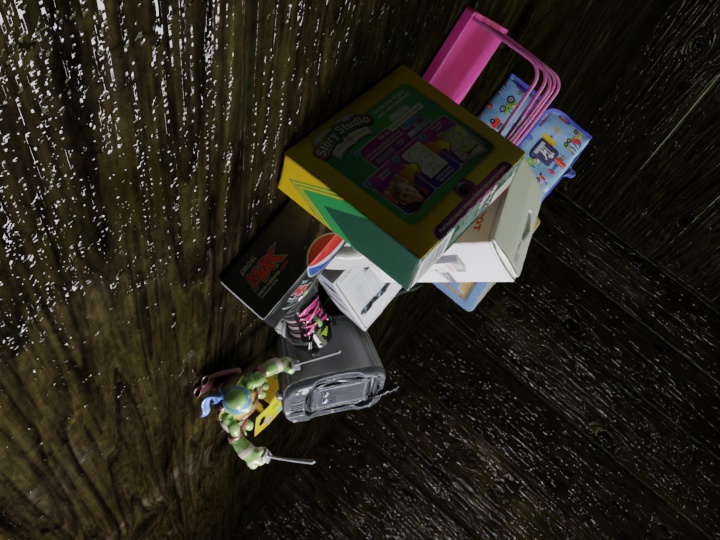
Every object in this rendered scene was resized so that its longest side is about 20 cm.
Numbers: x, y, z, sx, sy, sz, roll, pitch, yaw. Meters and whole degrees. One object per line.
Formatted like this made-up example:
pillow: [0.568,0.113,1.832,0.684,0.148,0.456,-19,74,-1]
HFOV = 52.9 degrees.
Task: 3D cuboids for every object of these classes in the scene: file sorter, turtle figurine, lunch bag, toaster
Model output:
file sorter: [0.172,-0.236,0.948,0.139,0.125,0.200,-55,168,22]
turtle figurine: [-0.131,0.199,1.023,0.198,0.146,0.194,-8,174,-15]
lunch bag: [0.302,-0.226,1.302,0.151,0.200,0.094,-52,169,3]
toaster: [-0.047,0.151,1.160,0.198,0.130,0.114,-10,141,-16]

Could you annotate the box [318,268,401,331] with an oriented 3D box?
box: [0.000,0.000,1.068,0.117,0.060,0.200,-50,154,-9]

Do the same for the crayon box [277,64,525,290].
crayon box: [0.045,-0.104,0.743,0.200,0.172,0.058,-43,163,-33]

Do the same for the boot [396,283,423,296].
boot: [0.120,-0.031,1.518,0.200,0.076,0.169,-26,157,-52]

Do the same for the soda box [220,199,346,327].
soda box: [-0.060,-0.036,0.803,0.200,0.071,0.063,-50,169,-6]

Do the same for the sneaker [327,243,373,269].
sneaker: [0.002,-0.054,0.874,0.198,0.089,0.075,-9,167,26]

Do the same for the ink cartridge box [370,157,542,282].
ink cartridge box: [0.112,-0.064,0.916,0.085,0.198,0.147,50,51,-41]

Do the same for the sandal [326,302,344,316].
sandal: [-0.014,0.067,1.219,0.201,0.076,0.043,-52,-155,13]

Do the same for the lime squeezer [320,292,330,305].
lime squeezer: [-0.047,0.015,1.146,0.070,0.038,0.200,-15,160,-10]

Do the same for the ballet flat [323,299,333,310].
ballet flat: [0.001,0.019,1.254,0.067,0.068,0.201,28,101,-47]

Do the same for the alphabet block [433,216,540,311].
alphabet block: [0.253,-0.065,1.640,0.200,0.196,0.196,-46,169,-24]

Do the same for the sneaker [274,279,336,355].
sneaker: [-0.073,0.065,1.030,0.074,0.087,0.200,-45,167,-24]

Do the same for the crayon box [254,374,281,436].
crayon box: [-0.135,0.193,1.292,0.200,0.051,0.127,-46,168,-27]
